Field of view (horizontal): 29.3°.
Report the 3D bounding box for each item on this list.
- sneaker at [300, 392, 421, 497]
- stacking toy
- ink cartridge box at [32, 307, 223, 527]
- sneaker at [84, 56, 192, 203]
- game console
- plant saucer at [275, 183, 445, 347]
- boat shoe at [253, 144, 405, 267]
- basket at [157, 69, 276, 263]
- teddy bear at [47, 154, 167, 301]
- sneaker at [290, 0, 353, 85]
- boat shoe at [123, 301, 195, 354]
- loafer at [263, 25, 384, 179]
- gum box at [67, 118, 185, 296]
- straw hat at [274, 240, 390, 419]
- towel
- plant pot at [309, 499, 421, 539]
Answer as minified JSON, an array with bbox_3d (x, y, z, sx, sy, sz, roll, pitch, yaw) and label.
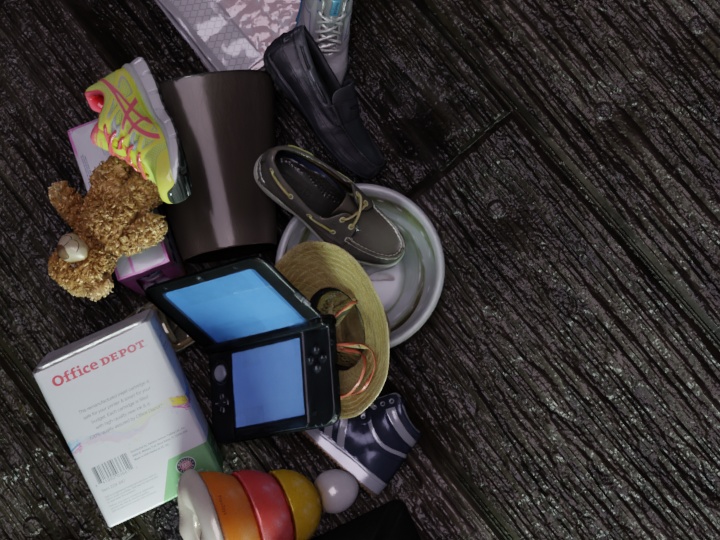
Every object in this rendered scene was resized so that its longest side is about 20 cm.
[{"bbox_3d":[-0.020,0.155,1.589,0.200,0.070,0.109,43,90,2],"label":"sneaker"},{"bbox_3d":[-0.092,0.268,1.515,0.199,0.146,0.147,-13,80,-19],"label":"stacking toy"},{"bbox_3d":[-0.261,0.164,1.569,0.145,0.088,0.201,-25,101,0],"label":"ink cartridge box"},{"bbox_3d":[-0.243,-0.140,1.492,0.090,0.078,0.201,-20,53,-11],"label":"sneaker"},{"bbox_3d":[-0.132,0.092,1.509,0.199,0.116,0.177,-15,74,42],"label":"game console"},{"bbox_3d":[0.000,0.000,1.624,0.199,0.050,0.202,0,81,3],"label":"plant saucer"},{"bbox_3d":[-0.030,-0.072,1.562,0.201,0.060,0.072,35,73,-9],"label":"boat shoe"},{"bbox_3d":[-0.171,-0.117,1.615,0.179,0.136,0.201,-9,84,-13],"label":"basket"},{"bbox_3d":[-0.277,-0.067,1.529,0.200,0.067,0.145,-41,78,-4],"label":"teddy bear"},{"bbox_3d":[-0.042,-0.302,1.634,0.074,0.087,0.201,-2,103,-13],"label":"sneaker"},{"bbox_3d":[-0.206,0.054,1.622,0.200,0.063,0.074,-20,80,0],"label":"boat shoe"},{"bbox_3d":[-0.032,-0.196,1.621,0.070,0.068,0.201,-32,105,25],"label":"loafer"},{"bbox_3d":[-0.270,-0.071,1.621,0.066,0.114,0.201,-20,80,0],"label":"gum box"},{"bbox_3d":[-0.015,0.064,1.542,0.200,0.085,0.202,6,99,42],"label":"straw hat"},{"bbox_3d":[-0.148,-0.349,1.700,0.191,0.032,0.200,-39,81,-3],"label":"towel"},{"bbox_3d":[-0.006,0.378,1.501,0.199,0.177,0.201,-25,79,-1],"label":"plant pot"}]
